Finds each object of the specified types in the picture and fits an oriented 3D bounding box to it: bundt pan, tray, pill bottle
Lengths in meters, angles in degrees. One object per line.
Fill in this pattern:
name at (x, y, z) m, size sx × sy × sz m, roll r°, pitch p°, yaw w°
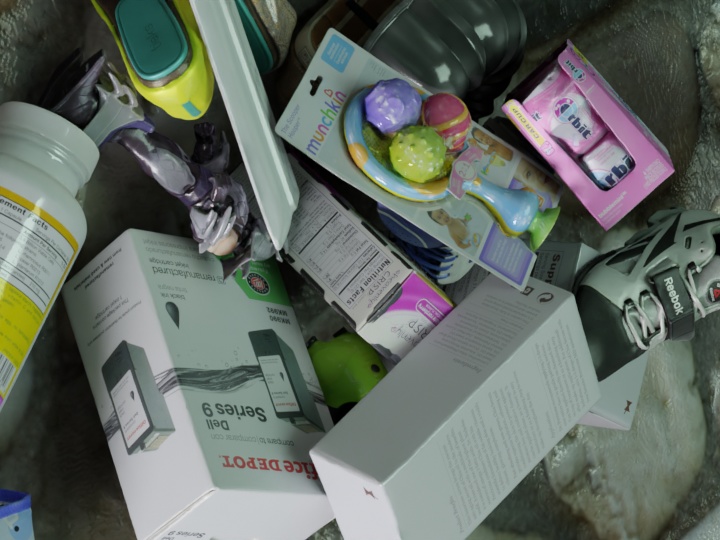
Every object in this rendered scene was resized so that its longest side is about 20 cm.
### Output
bundt pan at (0.051, -0.133, 1.714) m, size 0.202 × 0.076 × 0.202 m, roll -48°, pitch 170°, yaw -11°
tray at (-0.077, -0.118, 1.541) m, size 0.107 × 0.022 × 0.201 m, roll -92°, pitch 164°, yaw -79°
pill bottle at (-0.239, -0.003, 1.475) m, size 0.104 × 0.104 × 0.201 m, roll 43°, pitch 63°, yaw -40°

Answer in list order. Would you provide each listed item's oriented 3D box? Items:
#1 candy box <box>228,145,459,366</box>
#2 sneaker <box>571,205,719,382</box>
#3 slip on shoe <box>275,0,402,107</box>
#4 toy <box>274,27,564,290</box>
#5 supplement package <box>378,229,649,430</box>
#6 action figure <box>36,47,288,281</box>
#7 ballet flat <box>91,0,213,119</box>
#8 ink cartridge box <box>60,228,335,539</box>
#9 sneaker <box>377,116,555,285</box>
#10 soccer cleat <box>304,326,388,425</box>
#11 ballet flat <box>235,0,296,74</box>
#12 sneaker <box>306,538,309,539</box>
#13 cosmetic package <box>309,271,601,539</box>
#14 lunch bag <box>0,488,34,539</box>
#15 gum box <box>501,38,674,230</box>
candy box at (0.000, 0.000, 1.654) m, size 0.061 × 0.200 × 0.136 m, roll -47°, pitch 138°, yaw 2°
sneaker at (0.222, 0.013, 1.695) m, size 0.200 × 0.088 × 0.074 m, roll -44°, pitch 123°, yaw -38°
slip on shoe at (0.001, -0.175, 1.756) m, size 0.076 × 0.061 × 0.200 m, roll 43°, pitch 38°, yaw -2°
toy at (0.052, -0.085, 1.574) m, size 0.199 × 0.047 × 0.116 m, roll 35°, pitch 46°, yaw -10°
supplement package at (0.111, 0.044, 1.787) m, size 0.117 × 0.199 × 0.118 m, roll 26°, pitch 75°, yaw -46°
action figure at (-0.122, -0.068, 1.562) m, size 0.200 × 0.130 × 0.069 m, roll 38°, pitch 97°, yaw -23°
ballet flat at (-0.140, -0.177, 1.545) m, size 0.067 × 0.067 × 0.201 m, roll 48°, pitch 16°, yaw -52°
ink cartridge box at (-0.101, 0.084, 1.576) m, size 0.145 × 0.084 × 0.201 m, roll 9°, pitch 52°, yaw -47°
sneaker at (0.064, -0.033, 1.686) m, size 0.115 × 0.080 × 0.199 m, roll -53°, pitch 168°, yaw 27°
soccer cleat at (-0.031, 0.127, 1.668) m, size 0.067 × 0.081 × 0.201 m, roll -18°, pitch 149°, yaw -37°
ballet flat at (-0.098, -0.230, 1.643) m, size 0.067 × 0.068 × 0.201 m, roll -58°, pitch 141°, yaw -35°
sneaker at (-0.113, 0.188, 1.651) m, size 0.100 × 0.075 × 0.200 m, roll -50°, pitch 120°, yaw -7°
cosmetic package at (0.067, 0.102, 1.560) m, size 0.200 × 0.071 × 0.102 m, roll -43°, pitch 134°, yaw -27°
lunch bag at (-0.297, 0.235, 1.423) m, size 0.200 × 0.123 × 0.171 m, roll -25°, pitch 112°, yaw -51°
gum box at (0.164, -0.101, 1.686) m, size 0.066 × 0.200 × 0.114 m, roll -42°, pitch 92°, yaw 9°
